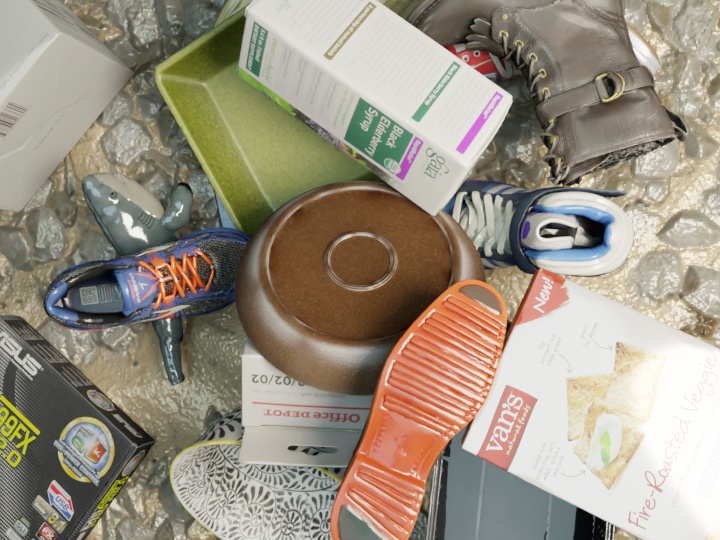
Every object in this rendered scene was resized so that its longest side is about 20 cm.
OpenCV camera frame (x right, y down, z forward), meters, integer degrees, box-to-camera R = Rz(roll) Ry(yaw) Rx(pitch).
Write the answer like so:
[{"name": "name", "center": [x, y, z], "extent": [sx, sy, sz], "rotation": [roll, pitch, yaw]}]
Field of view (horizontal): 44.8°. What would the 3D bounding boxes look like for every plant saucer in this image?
[{"name": "plant saucer", "center": [0.000, 0.000, 0.671], "extent": [0.196, 0.032, 0.203], "rotation": [0, 54, 0]}, {"name": "plant saucer", "center": [-0.051, -0.137, 0.768], "extent": [0.198, 0.048, 0.202], "rotation": [-27, 97, 18]}]

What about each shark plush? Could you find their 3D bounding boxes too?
[{"name": "shark plush", "center": [-0.208, 0.007, 0.823], "extent": [0.090, 0.083, 0.204], "rotation": [0, 100, 31]}]

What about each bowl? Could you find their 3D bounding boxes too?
[{"name": "bowl", "center": [-0.055, 0.172, 0.755], "extent": [0.197, 0.203, 0.095], "rotation": [12, 47, 13]}]

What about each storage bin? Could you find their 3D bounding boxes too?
[{"name": "storage bin", "center": [0.123, 0.167, 0.674], "extent": [0.133, 0.094, 0.204], "rotation": [6, 85, 9]}]

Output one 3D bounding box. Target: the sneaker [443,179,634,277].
[{"name": "sneaker", "center": [0.124, -0.040, 0.719], "extent": [0.196, 0.146, 0.082], "rotation": [10, 88, 12]}]

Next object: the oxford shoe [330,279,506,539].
[{"name": "oxford shoe", "center": [0.035, 0.098, 0.601], "extent": [0.071, 0.073, 0.202], "rotation": [30, 86, 1]}]

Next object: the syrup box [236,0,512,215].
[{"name": "syrup box", "center": [0.009, -0.141, 0.670], "extent": [0.199, 0.079, 0.082], "rotation": [37, 63, 3]}]

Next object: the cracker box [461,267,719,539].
[{"name": "cracker box", "center": [0.183, 0.101, 0.595], "extent": [0.197, 0.058, 0.136], "rotation": [24, 88, 10]}]

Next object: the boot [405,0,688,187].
[{"name": "boot", "center": [0.141, -0.151, 0.688], "extent": [0.197, 0.069, 0.177], "rotation": [-13, 80, 11]}]

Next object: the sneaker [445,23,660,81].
[{"name": "sneaker", "center": [0.150, -0.188, 0.762], "extent": [0.199, 0.071, 0.113], "rotation": [34, 90, 20]}]

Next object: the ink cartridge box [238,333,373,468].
[{"name": "ink cartridge box", "center": [-0.034, 0.070, 0.708], "extent": [0.113, 0.201, 0.069], "rotation": [2, 116, -1]}]

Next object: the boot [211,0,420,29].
[{"name": "boot", "center": [-0.037, -0.218, 0.806], "extent": [0.155, 0.073, 0.200], "rotation": [43, 93, 10]}]

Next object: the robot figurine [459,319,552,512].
[{"name": "robot figurine", "center": [0.125, 0.136, 0.754], "extent": [0.145, 0.058, 0.201], "rotation": [-40, 80, 7]}]

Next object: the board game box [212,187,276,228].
[{"name": "board game box", "center": [-0.085, -0.059, 0.831], "extent": [0.101, 0.019, 0.204], "rotation": [-14, 84, 12]}]

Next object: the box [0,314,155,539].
[{"name": "box", "center": [-0.323, 0.168, 0.856], "extent": [0.199, 0.044, 0.161], "rotation": [39, 95, 12]}]

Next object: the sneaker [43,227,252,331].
[{"name": "sneaker", "center": [-0.178, 0.015, 0.747], "extent": [0.197, 0.078, 0.077], "rotation": [-17, 95, -1]}]

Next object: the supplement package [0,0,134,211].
[{"name": "supplement package", "center": [-0.370, -0.200, 0.837], "extent": [0.200, 0.147, 0.192], "rotation": [44, 96, 10]}]
